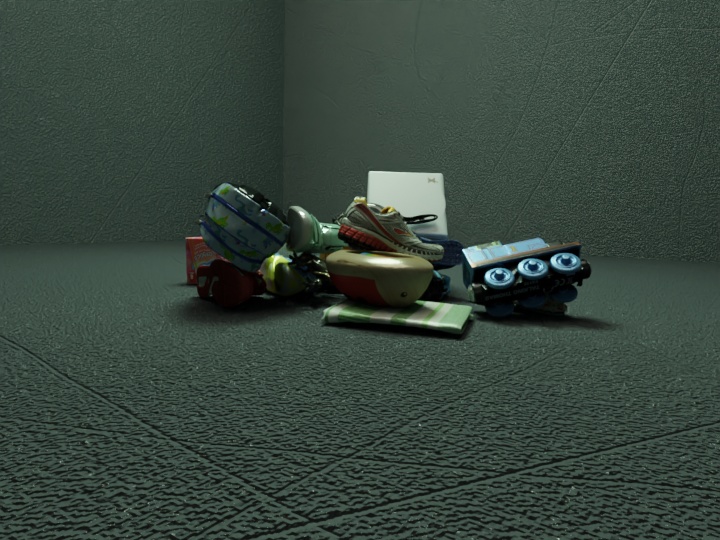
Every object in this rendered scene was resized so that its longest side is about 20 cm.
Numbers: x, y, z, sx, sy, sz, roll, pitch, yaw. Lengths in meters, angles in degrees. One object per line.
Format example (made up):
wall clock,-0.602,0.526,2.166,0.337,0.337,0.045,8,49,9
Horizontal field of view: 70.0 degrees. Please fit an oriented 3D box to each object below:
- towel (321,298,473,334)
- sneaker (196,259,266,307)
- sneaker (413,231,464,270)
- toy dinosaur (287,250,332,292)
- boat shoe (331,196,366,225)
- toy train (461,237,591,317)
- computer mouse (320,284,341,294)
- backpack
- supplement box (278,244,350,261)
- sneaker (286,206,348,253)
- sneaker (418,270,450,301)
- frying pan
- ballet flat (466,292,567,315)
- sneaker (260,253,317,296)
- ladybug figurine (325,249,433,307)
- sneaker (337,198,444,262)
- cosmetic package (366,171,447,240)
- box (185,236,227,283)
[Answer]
towel,0.058,0.064,0.750,0.197,0.024,0.152,5,7,19
sneaker,-0.203,0.016,0.893,0.114,0.080,0.199,-4,9,-36
sneaker,0.100,-0.035,0.979,0.197,0.071,0.078,11,-15,-24
toy dinosaur,-0.074,0.006,0.888,0.087,0.048,0.199,8,21,-46
boat shoe,-0.037,-0.093,1.173,0.064,0.201,0.072,22,50,0
toy train,0.261,0.001,0.825,0.197,0.088,0.115,-13,38,-1
computer mouse,-0.010,0.043,0.928,0.058,0.035,0.199,19,-13,-34
backpack,-0.191,-0.074,0.854,0.163,0.155,0.199,41,-19,-18
supplement box,-0.121,-0.041,1.127,0.198,0.075,0.125,5,6,32
sneaker,-0.071,-0.071,0.919,0.116,0.075,0.200,-1,-3,-11
sneaker,0.113,0.023,0.909,0.081,0.074,0.200,2,5,16
frying pan,0.051,-0.081,0.994,0.187,0.116,0.031,9,-27,7
ballet flat,0.266,0.033,0.902,0.075,0.065,0.199,-4,8,-39
sneaker,-0.145,0.010,1.031,0.104,0.077,0.200,10,13,-32
ladybug figurine,0.023,0.010,0.783,0.134,0.073,0.199,-2,9,-38
sneaker,0.062,-0.063,0.870,0.198,0.083,0.078,19,-7,-26
cosmetic package,0.093,-0.088,1.132,0.164,0.169,0.201,2,-33,0
box,-0.302,-0.027,1.181,0.093,0.104,0.200,3,7,18
